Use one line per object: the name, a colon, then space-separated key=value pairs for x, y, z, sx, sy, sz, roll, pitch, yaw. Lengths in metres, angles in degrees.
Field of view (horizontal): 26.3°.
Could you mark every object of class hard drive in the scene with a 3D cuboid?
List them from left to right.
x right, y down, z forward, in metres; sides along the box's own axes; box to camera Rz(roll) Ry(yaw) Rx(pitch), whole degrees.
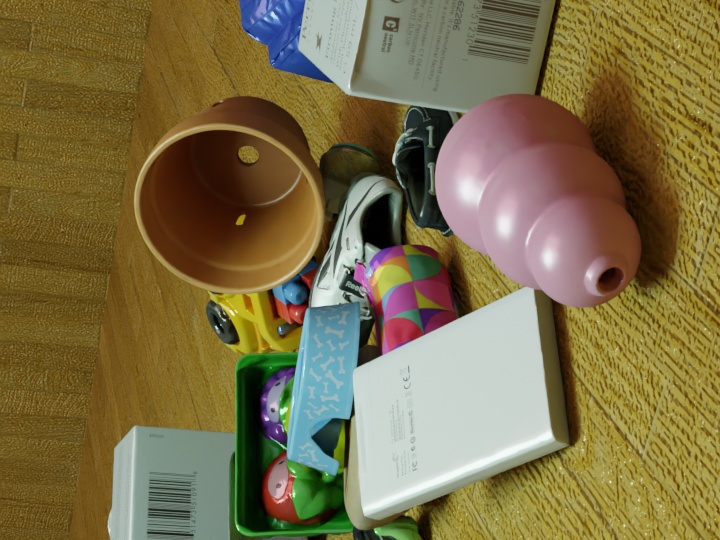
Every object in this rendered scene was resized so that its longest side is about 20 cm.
hard drive: x=0.076 y=0.107 z=1.230 sx=0.199 sy=0.027 sz=0.133 roll=-28 pitch=53 yaw=37

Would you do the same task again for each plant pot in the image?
plant pot: x=-0.130 y=-0.095 z=1.645 sx=0.140 sy=0.198 sz=0.201 roll=-81 pitch=7 yaw=-59

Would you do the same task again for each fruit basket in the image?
fruit basket: x=-0.055 y=0.174 z=1.612 sx=0.216 sy=0.154 sz=0.218 roll=178 pitch=90 yaw=-89

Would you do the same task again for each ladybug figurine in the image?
ladybug figurine: x=0.023 y=0.151 z=1.426 sx=0.201 sy=0.071 sz=0.137 roll=-90 pitch=4 yaw=-49

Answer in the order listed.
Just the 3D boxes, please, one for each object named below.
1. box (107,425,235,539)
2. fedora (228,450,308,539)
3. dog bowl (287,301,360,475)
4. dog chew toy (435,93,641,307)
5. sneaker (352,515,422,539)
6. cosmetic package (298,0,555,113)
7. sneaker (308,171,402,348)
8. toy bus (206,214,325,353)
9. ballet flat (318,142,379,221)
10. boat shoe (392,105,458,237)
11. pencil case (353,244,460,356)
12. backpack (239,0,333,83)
box: x=-0.206 y=0.311 z=1.934 sx=0.131 sy=0.198 sz=0.201 roll=137 pitch=135 yaw=-62
fedora: x=-0.100 y=0.298 z=1.756 sx=0.201 sy=0.089 sz=0.178 roll=90 pitch=177 yaw=-52
dog bowl: x=-0.036 y=0.109 z=1.432 sx=0.201 sy=0.049 sz=0.112 roll=103 pitch=172 yaw=-52
dog chew toy: x=0.133 y=-0.044 z=1.102 sx=0.200 sy=0.124 sz=0.125 roll=-125 pitch=43 yaw=-52
sneaker: x=-0.002 y=0.306 z=1.467 sx=0.077 sy=0.083 sz=0.201 roll=-107 pitch=29 yaw=-53
cosmetic package: x=0.056 y=-0.238 z=1.322 sx=0.200 sy=0.165 sz=0.169 roll=-128 pitch=47 yaw=-67
sneaker: x=0.000 y=0.000 z=1.576 sx=0.088 sy=0.073 sz=0.202 roll=-161 pitch=80 yaw=-70
toy bus: x=-0.088 y=0.025 z=1.773 sx=0.192 sy=0.135 sz=0.201 roll=35 pitch=146 yaw=45
ballet flat: x=-0.026 y=-0.089 z=1.695 sx=0.200 sy=0.070 sz=0.071 roll=156 pitch=118 yaw=-76
boat shoe: x=0.062 y=-0.103 z=1.433 sx=0.200 sy=0.060 sz=0.076 roll=-112 pitch=32 yaw=-57
pencil case: x=0.051 y=0.064 z=1.378 sx=0.201 sy=0.088 sz=0.089 roll=-106 pitch=27 yaw=-48
backpack: x=-0.014 y=-0.301 z=1.595 sx=0.200 sy=0.161 sz=0.169 roll=-42 pitch=53 yaw=47
